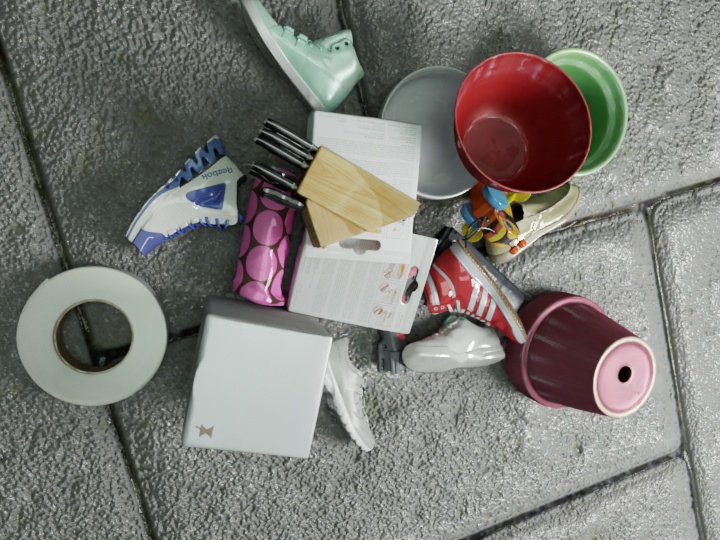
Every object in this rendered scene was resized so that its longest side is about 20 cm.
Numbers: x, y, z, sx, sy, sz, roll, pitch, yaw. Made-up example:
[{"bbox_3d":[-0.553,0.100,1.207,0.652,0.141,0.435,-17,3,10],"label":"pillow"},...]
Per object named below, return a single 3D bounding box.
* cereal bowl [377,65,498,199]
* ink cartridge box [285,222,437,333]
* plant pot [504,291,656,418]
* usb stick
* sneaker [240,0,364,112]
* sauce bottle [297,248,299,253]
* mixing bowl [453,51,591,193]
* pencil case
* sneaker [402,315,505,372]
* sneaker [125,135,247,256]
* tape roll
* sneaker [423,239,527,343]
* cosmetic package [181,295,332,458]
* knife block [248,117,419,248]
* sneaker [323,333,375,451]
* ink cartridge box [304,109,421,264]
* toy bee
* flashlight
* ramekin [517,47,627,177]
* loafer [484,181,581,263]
[{"bbox_3d":[0.112,-0.213,0.895,0.198,0.083,0.203,-1,95,-15],"label":"cereal bowl"},{"bbox_3d":[0.000,0.000,0.857,0.198,0.047,0.162,12,105,-14],"label":"ink cartridge box"},{"bbox_3d":[0.369,0.148,0.932,0.198,0.179,0.203,-3,100,-19],"label":"plant pot"},{"bbox_3d":[0.204,0.005,0.963,0.200,0.033,0.056,41,85,-14],"label":"usb stick"},{"bbox_3d":[-0.080,-0.340,0.837,0.118,0.074,0.201,-42,113,-1],"label":"sneaker"},{"bbox_3d":[-0.044,-0.111,0.869,0.065,0.066,0.202,21,94,-15],"label":"sauce bottle"},{"bbox_3d":[0.214,-0.194,0.815,0.198,0.108,0.203,2,81,-9],"label":"mixing bowl"},{"bbox_3d":[-0.131,-0.050,0.843,0.093,0.090,0.202,13,90,-47],"label":"pencil case"},{"bbox_3d":[0.146,0.115,0.933,0.198,0.075,0.089,3,64,-32],"label":"sneaker"},{"bbox_3d":[-0.234,-0.086,0.815,0.115,0.080,0.200,42,82,-12],"label":"sneaker"},{"bbox_3d":[-0.381,0.092,0.813,0.200,0.037,0.206,-1,96,-15],"label":"tape roll"},{"bbox_3d":[0.179,0.060,0.923,0.112,0.071,0.201,-37,96,13],"label":"sneaker"},{"bbox_3d":[-0.151,0.140,0.793,0.164,0.200,0.169,12,93,-15],"label":"cosmetic package"},{"bbox_3d":[-0.040,-0.126,0.740,0.198,0.064,0.178,-19,98,-13],"label":"knife block"},{"bbox_3d":[-0.013,0.196,0.900,0.081,0.075,0.202,-27,105,-18],"label":"sneaker"},{"bbox_3d":[-0.001,-0.117,0.807,0.161,0.057,0.203,4,96,-15],"label":"ink cartridge box"},{"bbox_3d":[0.210,-0.076,0.892,0.108,0.131,0.201,37,57,-15],"label":"toy bee"},{"bbox_3d":[0.064,0.063,0.917,0.067,0.068,0.203,2,100,29],"label":"flashlight"},{"bbox_3d":[0.331,-0.255,0.942,0.198,0.098,0.203,-1,94,-15],"label":"ramekin"},{"bbox_3d":[0.290,-0.093,0.955,0.199,0.076,0.069,-39,109,-8],"label":"loafer"}]
